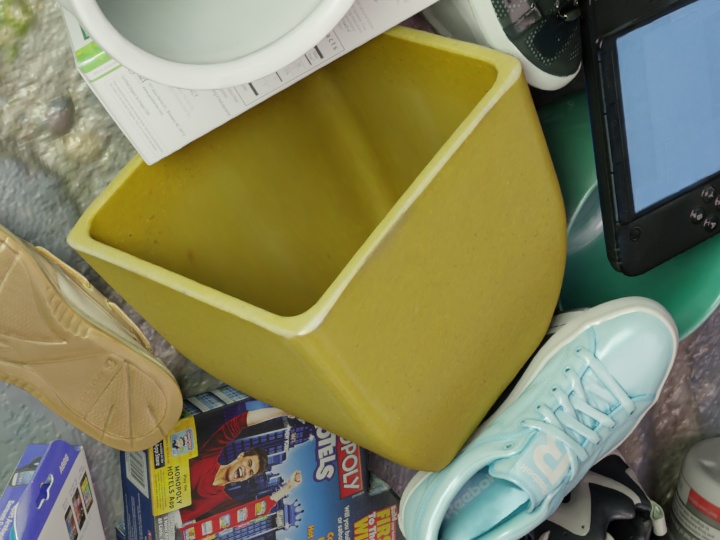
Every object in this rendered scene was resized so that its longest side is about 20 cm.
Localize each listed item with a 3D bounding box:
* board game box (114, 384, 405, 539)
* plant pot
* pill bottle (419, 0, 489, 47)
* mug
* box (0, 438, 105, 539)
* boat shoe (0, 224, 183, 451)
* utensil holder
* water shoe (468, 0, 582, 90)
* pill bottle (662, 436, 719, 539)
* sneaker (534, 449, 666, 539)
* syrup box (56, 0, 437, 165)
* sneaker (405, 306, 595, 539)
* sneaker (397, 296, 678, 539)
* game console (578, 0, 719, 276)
[{"bbox_3d":[-0.051,0.144,1.416,0.199,0.062,0.201,-17,122,-28],"label":"board game box"},{"bbox_3d":[0.000,0.000,1.265,0.196,0.194,0.200,-50,135,-20],"label":"plant pot"},{"bbox_3d":[0.120,-0.209,1.307,0.200,0.112,0.113,-40,130,-9],"label":"pill bottle"},{"bbox_3d":[0.158,-0.026,1.430,0.152,0.114,0.185,-45,131,-6],"label":"mug"},{"bbox_3d":[-0.180,0.197,1.325,0.041,0.119,0.201,-2,123,15],"label":"box"},{"bbox_3d":[-0.185,0.024,1.257,0.200,0.069,0.074,42,95,-20],"label":"boat shoe"},{"bbox_3d":[-0.107,-0.201,1.101,0.169,0.200,0.171,-16,123,-27],"label":"utensil holder"},{"bbox_3d":[0.092,-0.187,1.179,0.072,0.079,0.201,-44,122,-49],"label":"water shoe"},{"bbox_3d":[0.266,0.232,1.642,0.114,0.114,0.201,-3,116,-32],"label":"pill bottle"},{"bbox_3d":[0.115,0.192,1.508,0.199,0.130,0.080,-25,125,-21],"label":"sneaker"},{"bbox_3d":[-0.053,-0.149,1.209,0.200,0.079,0.082,-30,129,5],"label":"syrup box"},{"bbox_3d":[0.099,0.116,1.363,0.077,0.147,0.202,27,143,-21],"label":"sneaker"},{"bbox_3d":[0.107,0.101,1.279,0.074,0.082,0.200,42,98,-15],"label":"sneaker"},{"bbox_3d":[0.229,-0.096,1.290,0.170,0.118,0.201,-27,123,-26],"label":"game console"}]
